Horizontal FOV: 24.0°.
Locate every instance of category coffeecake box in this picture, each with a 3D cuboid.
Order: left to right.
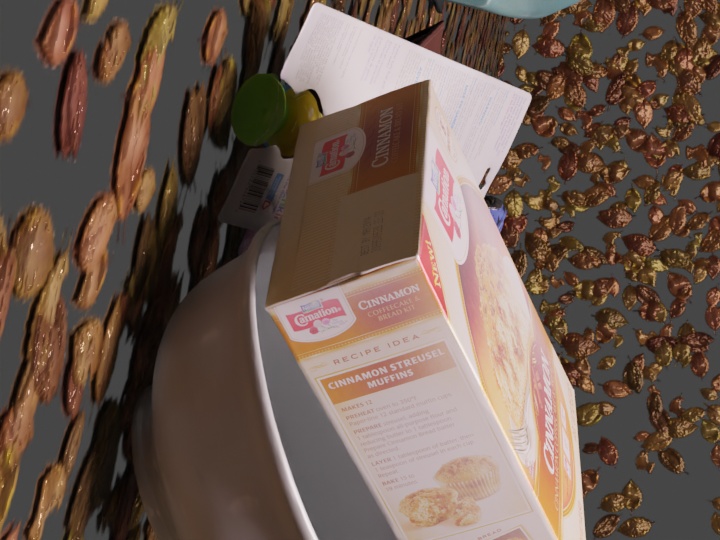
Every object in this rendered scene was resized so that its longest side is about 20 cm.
[{"bbox_3d":[0.036,0.039,0.786,0.154,0.073,0.201,-83,150,-56],"label":"coffeecake box"}]

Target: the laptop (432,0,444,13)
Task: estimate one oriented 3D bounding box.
[{"bbox_3d":[0.133,-0.340,1.575,0.177,0.103,0.201,5,97,-83],"label":"laptop"}]

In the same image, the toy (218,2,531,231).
[{"bbox_3d":[0.003,-0.068,0.892,0.200,0.047,0.116,12,105,-55],"label":"toy"}]

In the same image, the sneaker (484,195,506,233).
[{"bbox_3d":[0.075,0.042,1.161,0.075,0.078,0.201,-65,168,-63],"label":"sneaker"}]

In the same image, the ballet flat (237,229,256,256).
[{"bbox_3d":[-0.048,0.042,0.958,0.071,0.069,0.201,-50,154,-35],"label":"ballet flat"}]

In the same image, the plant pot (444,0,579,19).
[{"bbox_3d":[0.077,-0.244,1.131,0.200,0.141,0.142,-47,150,-64],"label":"plant pot"}]

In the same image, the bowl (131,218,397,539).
[{"bbox_3d":[-0.042,0.085,0.766,0.201,0.090,0.202,-19,90,-75],"label":"bowl"}]

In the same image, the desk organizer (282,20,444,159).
[{"bbox_3d":[0.003,-0.108,1.037,0.200,0.071,0.077,-58,158,-72],"label":"desk organizer"}]
